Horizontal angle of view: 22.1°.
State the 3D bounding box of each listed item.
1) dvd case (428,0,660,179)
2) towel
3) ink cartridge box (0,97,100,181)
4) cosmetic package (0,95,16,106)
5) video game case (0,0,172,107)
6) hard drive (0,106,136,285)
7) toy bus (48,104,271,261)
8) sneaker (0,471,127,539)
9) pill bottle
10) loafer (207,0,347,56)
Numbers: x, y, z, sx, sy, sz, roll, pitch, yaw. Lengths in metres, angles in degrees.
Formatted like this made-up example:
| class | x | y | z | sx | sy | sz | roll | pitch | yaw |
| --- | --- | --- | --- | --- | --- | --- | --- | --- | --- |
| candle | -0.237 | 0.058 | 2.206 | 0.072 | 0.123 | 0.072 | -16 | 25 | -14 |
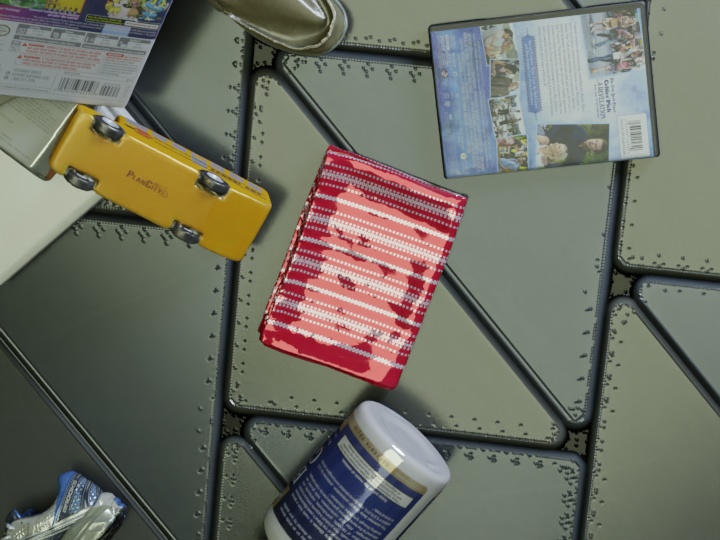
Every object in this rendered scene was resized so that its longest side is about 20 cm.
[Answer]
| class | x | y | z | sx | sy | sz | roll | pitch | yaw |
| --- | --- | --- | --- | --- | --- | --- | --- | --- | --- |
| dvd case | 0.167 | -0.164 | 1.686 | 0.199 | 0.018 | 0.143 | -6 | 97 | 8 |
| towel | 0.000 | 0.000 | 1.729 | 0.144 | 0.022 | 0.200 | 21 | 100 | 2 |
| ink cartridge box | -0.294 | -0.208 | 1.705 | 0.162 | 0.050 | 0.200 | 36 | 85 | 19 |
| cosmetic package | -0.385 | -0.233 | 1.672 | 0.105 | 0.071 | 0.200 | -25 | 70 | 9 |
| video game case | -0.259 | -0.223 | 1.565 | 0.200 | 0.023 | 0.182 | 4 | 131 | -34 |
| hard drive | -0.308 | -0.100 | 1.745 | 0.200 | 0.026 | 0.132 | -39 | 92 | 11 |
| toy bus | -0.182 | -0.083 | 1.680 | 0.200 | 0.078 | 0.065 | 27 | 104 | -16 |
| sneaker | -0.317 | 0.276 | 1.789 | 0.085 | 0.077 | 0.200 | 43 | 93 | 9 |
| pill bottle | -0.020 | 0.228 | 1.720 | 0.111 | 0.111 | 0.200 | 41 | 100 | -1 |
| loafer | -0.106 | -0.255 | 1.677 | 0.200 | 0.070 | 0.075 | 27 | 101 | 2 |
